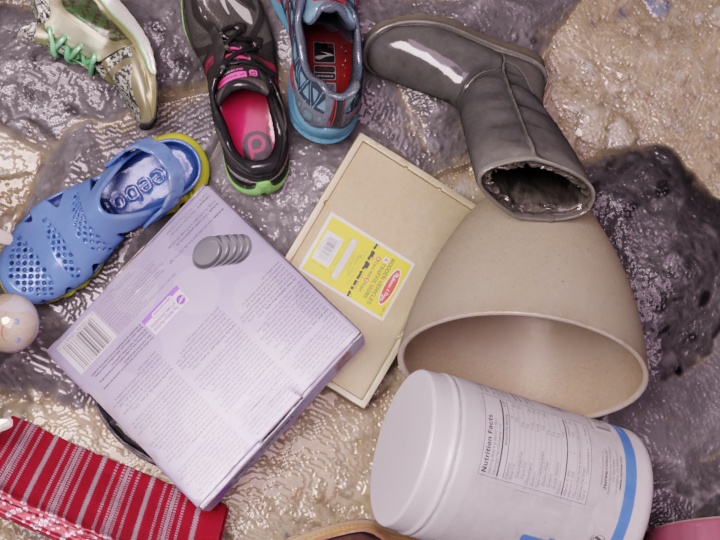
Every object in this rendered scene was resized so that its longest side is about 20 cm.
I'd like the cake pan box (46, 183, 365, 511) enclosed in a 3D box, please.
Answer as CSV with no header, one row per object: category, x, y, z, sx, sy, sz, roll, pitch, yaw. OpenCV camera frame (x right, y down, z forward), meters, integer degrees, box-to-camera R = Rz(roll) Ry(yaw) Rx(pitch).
cake pan box,-0.125,0.064,1.086,0.184,0.052,0.200,41,82,14

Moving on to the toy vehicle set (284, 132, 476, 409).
toy vehicle set,0.000,0.000,1.145,0.124,0.027,0.201,32,81,-4

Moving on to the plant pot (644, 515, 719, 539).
plant pot,0.303,0.299,1.091,0.197,0.200,0.181,2,69,-8

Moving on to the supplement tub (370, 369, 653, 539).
supplement tub,0.121,0.167,1.083,0.198,0.132,0.134,17,83,-15

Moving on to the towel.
towel,-0.198,0.178,1.044,0.198,0.145,0.023,24,104,-5

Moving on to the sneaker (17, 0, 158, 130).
sneaker,-0.234,-0.193,1.101,0.088,0.077,0.201,-29,82,-20

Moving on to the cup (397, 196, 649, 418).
cup,0.136,0.019,1.097,0.198,0.201,0.145,13,61,-7

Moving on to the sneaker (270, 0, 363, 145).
sneaker,-0.026,-0.213,1.120,0.078,0.096,0.202,-7,77,-14

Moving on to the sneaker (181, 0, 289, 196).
sneaker,-0.097,-0.164,1.117,0.076,0.084,0.202,-17,88,-10

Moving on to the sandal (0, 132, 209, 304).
sandal,-0.210,-0.048,1.091,0.200,0.087,0.080,-41,93,-8

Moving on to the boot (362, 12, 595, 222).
boot,0.090,-0.123,1.090,0.179,0.073,0.201,7,42,-6

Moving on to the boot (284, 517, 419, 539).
boot,0.012,0.283,1.053,0.198,0.072,0.168,3,62,-40

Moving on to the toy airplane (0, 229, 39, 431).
toy airplane,-0.310,0.037,1.015,0.139,0.201,0.201,2,56,-4
